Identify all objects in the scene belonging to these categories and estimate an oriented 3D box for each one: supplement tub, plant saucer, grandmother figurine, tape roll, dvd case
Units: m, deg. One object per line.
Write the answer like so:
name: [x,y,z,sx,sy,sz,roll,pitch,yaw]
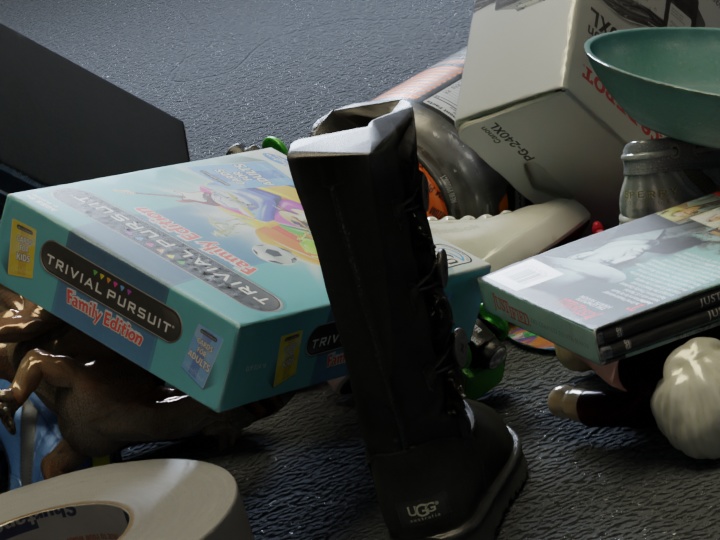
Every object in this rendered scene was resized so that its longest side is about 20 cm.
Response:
supplement tub: [0.059,-0.062,1.778,0.122,0.123,0.200,-5,19,40]
plant saucer: [0.214,-0.091,1.547,0.199,0.036,0.200,4,15,-1]
grandmother figurine: [0.149,0.042,1.422,0.121,0.061,0.200,-43,17,4]
tape roll: [-0.140,0.153,1.309,0.200,0.066,0.200,-16,13,4]
dvd case: [0.172,-0.008,1.425,0.200,0.022,0.146,-18,15,-17]

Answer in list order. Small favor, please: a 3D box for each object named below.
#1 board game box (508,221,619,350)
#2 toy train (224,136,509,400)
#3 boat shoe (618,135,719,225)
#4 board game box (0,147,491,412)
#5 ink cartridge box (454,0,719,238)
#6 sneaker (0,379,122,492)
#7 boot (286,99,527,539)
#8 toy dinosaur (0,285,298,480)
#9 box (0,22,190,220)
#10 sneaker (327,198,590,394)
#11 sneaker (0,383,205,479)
board game box: [0.171,-0.013,1.620,0.158,0.039,0.200,-2,21,47]
toy train: [0.000,0.000,1.559,0.200,0.056,0.042,38,54,27]
boat shoe: [0.187,-0.063,1.600,0.074,0.065,0.202,-2,16,28]
board game box: [-0.055,0.000,1.439,0.151,0.047,0.200,28,24,30]
ink cartridge box: [0.139,-0.137,1.728,0.083,0.145,0.200,-16,51,37]
sneaker: [-0.166,0.057,1.526,0.078,0.066,0.200,-10,53,1]
boot: [0.020,0.018,1.356,0.065,0.200,0.165,-15,14,7]
toy dinosaur: [-0.127,0.041,1.448,0.135,0.086,0.200,-33,61,-21]
box: [-0.227,-0.028,1.662,0.198,0.200,0.123,-36,45,29]
sneaker: [0.042,-0.011,1.644,0.200,0.085,0.073,-27,-17,-35]
sneaker: [-0.145,0.086,1.599,0.200,0.079,0.096,-10,36,32]
